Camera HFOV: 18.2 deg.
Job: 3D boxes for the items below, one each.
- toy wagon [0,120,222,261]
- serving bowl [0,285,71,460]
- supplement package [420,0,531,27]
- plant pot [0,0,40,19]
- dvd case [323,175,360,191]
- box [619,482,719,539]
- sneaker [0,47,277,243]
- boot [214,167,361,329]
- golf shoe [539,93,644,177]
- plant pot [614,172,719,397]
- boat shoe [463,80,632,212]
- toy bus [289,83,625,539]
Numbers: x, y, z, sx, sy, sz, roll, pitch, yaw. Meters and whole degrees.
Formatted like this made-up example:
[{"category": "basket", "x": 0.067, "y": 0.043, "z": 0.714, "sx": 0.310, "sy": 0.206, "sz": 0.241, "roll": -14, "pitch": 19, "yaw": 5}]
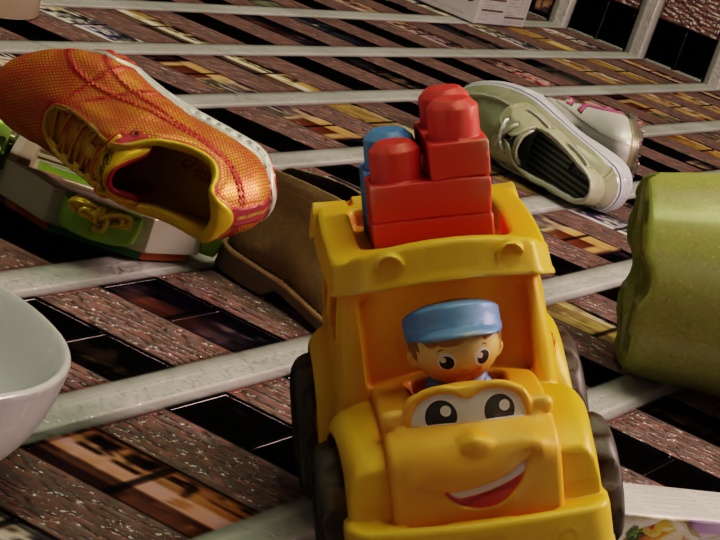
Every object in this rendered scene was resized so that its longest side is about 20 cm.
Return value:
[{"category": "toy wagon", "x": -0.157, "y": -0.045, "z": 1.368, "sx": 0.155, "sy": 0.040, "sz": 0.200, "roll": 17, "pitch": 15, "yaw": -7}, {"category": "serving bowl", "x": -0.222, "y": 0.038, "z": 0.903, "sx": 0.199, "sy": 0.066, "sz": 0.200, "roll": 19, "pitch": 13, "yaw": -5}, {"category": "supplement package", "x": 0.121, "y": -0.415, "z": 3.017, "sx": 0.200, "sy": 0.111, "sz": 0.156, "roll": 25, "pitch": 15, "yaw": 25}, {"category": "plant pot", "x": -0.340, "y": -0.342, "z": 1.929, "sx": 0.187, "sy": 0.201, "sz": 0.187, "roll": 17, "pitch": 14, "yaw": -4}, {"category": "dvd case", "x": -0.024, "y": -0.035, "z": 1.554, "sx": 0.148, "sy": 0.016, "sz": 0.200, "roll": 26, "pitch": 16, "yaw": 32}, {"category": "box", "x": 0.157, "y": 0.132, "z": 1.106, "sx": 0.200, "sy": 0.039, "sz": 0.041, "roll": 9, "pitch": 17, "yaw": -36}, {"category": "sneaker", "x": -0.141, "y": -0.078, "z": 1.293, "sx": 0.200, "sy": 0.073, "sz": 0.077, "roll": 23, "pitch": 25, "yaw": 27}, {"category": "boot", "x": 0.000, "y": 0.000, "z": 1.332, "sx": 0.200, "sy": 0.076, "sz": 0.074, "roll": 29, "pitch": 15, "yaw": 31}, {"category": "golf shoe", "x": 0.187, "y": -0.121, "z": 2.070, "sx": 0.092, "sy": 0.073, "sz": 0.200, "roll": 5, "pitch": 8, "yaw": -26}, {"category": "plant pot", "x": 0.264, "y": 0.013, "z": 1.451, "sx": 0.184, "sy": 0.201, "sz": 0.200, "roll": 7, "pitch": 14, "yaw": 0}, {"category": "boat shoe", "x": 0.153, "y": -0.115, "z": 1.989, "sx": 0.200, "sy": 0.072, "sz": 0.062, "roll": 32, "pitch": 16, "yaw": 34}, {"category": "toy bus", "x": 0.037, "y": 0.023, "z": 0.985, "sx": 0.135, "sy": 0.193, "sz": 0.200, "roll": -5, "pitch": 19, "yaw": -5}]
